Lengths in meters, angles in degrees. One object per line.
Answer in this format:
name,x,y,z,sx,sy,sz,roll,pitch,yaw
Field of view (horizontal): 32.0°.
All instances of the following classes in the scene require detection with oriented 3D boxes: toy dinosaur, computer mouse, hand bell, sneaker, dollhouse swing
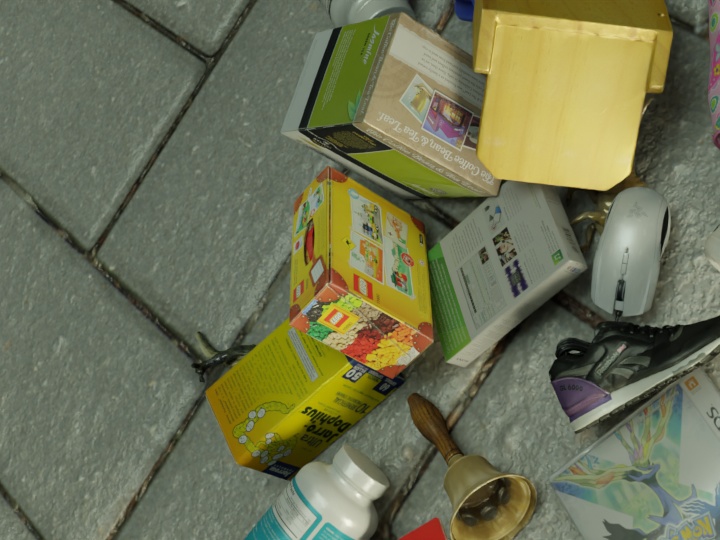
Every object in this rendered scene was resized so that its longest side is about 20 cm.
toy dinosaur,0.275,-0.089,1.391,0.100,0.058,0.204,6,82,20
computer mouse,0.275,0.007,1.320,0.108,0.044,0.203,9,85,21
hand bell,0.099,0.202,1.380,0.104,0.104,0.200,-48,41,9
sneaker,0.277,0.080,1.257,0.199,0.075,0.088,-33,76,21
dollhouse swing,0.216,-0.214,1.362,0.196,0.178,0.183,6,38,0
toy dinosaur,-0.160,0.117,1.590,0.198,0.048,0.088,5,32,37

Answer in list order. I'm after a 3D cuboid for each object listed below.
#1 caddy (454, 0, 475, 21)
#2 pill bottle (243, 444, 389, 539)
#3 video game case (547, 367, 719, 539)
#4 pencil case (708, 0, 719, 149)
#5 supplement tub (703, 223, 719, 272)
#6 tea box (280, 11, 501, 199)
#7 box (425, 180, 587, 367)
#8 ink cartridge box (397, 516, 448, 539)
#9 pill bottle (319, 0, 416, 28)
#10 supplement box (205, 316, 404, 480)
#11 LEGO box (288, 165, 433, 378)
caddy,0.165,-0.392,1.521,0.104,0.141,0.203,11,79,39
pill bottle,-0.055,0.295,1.417,0.201,0.110,0.111,-50,52,7
video game case,0.308,0.223,1.252,0.199,0.022,0.183,-41,54,15
pencil case,0.407,-0.226,1.325,0.086,0.087,0.203,-8,68,32
supplement tub,0.441,-0.050,1.192,0.201,0.144,0.145,-50,52,8
tea box,0.049,-0.181,1.444,0.196,0.198,0.136,6,73,57
box,0.152,-0.006,1.406,0.200,0.036,0.146,-41,47,31
ink cartridge box,0.087,0.377,1.314,0.115,0.067,0.202,-34,56,18
pill bottle,-0.003,-0.374,1.648,0.110,0.110,0.201,-39,55,15
supplement box,-0.067,0.138,1.489,0.200,0.108,0.110,-41,54,15
LEGO box,0.000,0.000,1.427,0.077,0.148,0.202,-44,29,32
